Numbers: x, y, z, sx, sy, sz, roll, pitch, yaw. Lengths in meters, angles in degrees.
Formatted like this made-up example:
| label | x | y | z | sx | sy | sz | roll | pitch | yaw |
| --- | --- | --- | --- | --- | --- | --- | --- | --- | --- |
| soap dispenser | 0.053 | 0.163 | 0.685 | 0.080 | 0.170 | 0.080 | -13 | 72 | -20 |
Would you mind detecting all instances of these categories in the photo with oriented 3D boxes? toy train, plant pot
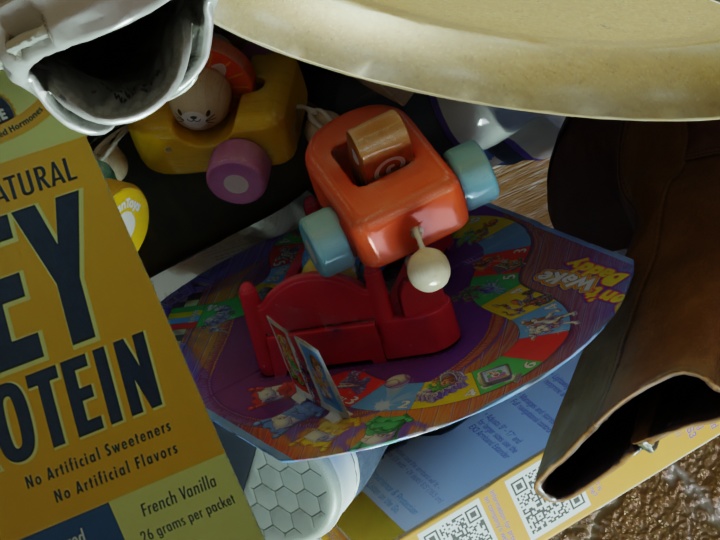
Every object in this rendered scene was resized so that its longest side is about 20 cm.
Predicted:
| label | x | y | z | sx | sy | sz | roll | pitch | yaw |
| --- | --- | --- | --- | --- | --- | --- | --- | --- | --- |
| toy train | -0.062 | -0.029 | 1.006 | 0.199 | 0.150 | 0.056 | -22 | 131 | -5 |
| plant pot | 0.041 | -0.084 | 0.879 | 0.199 | 0.028 | 0.200 | 10 | 170 | 2 |

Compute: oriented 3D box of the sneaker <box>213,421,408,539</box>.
| label | x | y | z | sx | sy | sz | roll | pitch | yaw |
| --- | --- | --- | --- | --- | --- | --- | --- | --- | --- |
| sneaker | -0.057 | 0.044 | 1.133 | 0.201 | 0.077 | 0.146 | 3 | -149 | 32 |

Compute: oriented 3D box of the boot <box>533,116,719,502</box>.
| label | x | y | z | sx | sy | sz | roll | pitch | yaw |
| --- | --- | --- | --- | --- | --- | --- | --- | --- | --- |
| boot | 0.109 | 0.007 | 1.095 | 0.188 | 0.068 | 0.201 | -29 | -147 | 50 |

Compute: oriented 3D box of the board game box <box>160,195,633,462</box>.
| label | x | y | z | sx | sy | sz | roll | pitch | yaw |
| --- | --- | --- | --- | --- | --- | --- | --- | --- | --- |
| board game box | 0.000 | 0.000 | 1.048 | 0.158 | 0.039 | 0.200 | -27 | -153 | -22 |

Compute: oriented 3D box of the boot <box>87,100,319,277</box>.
| label | x | y | z | sx | sy | sz | roll | pitch | yaw |
| --- | --- | --- | --- | --- | --- | --- | --- | --- | --- |
| boot | -0.100 | 0.002 | 1.087 | 0.199 | 0.075 | 0.097 | -21 | -143 | 12 |

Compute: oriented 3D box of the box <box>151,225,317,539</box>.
| label | x | y | z | sx | sy | sz | roll | pitch | yaw |
| --- | --- | --- | --- | --- | --- | --- | --- | --- | --- |
| box | -0.053 | 0.049 | 1.283 | 0.106 | 0.153 | 0.200 | -16 | -166 | -27 |

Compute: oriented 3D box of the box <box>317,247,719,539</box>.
| label | x | y | z | sx | sy | sz | roll | pitch | yaw |
| --- | --- | --- | --- | --- | --- | --- | --- | --- | --- |
| box | 0.072 | 0.057 | 1.149 | 0.199 | 0.042 | 0.119 | -28 | -156 | -11 |

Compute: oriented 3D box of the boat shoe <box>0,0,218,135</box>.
| label | x | y | z | sx | sy | sz | roll | pitch | yaw |
| --- | --- | --- | --- | --- | --- | --- | --- | --- | --- |
| boat shoe | -0.068 | -0.069 | 0.749 | 0.072 | 0.066 | 0.200 | -24 | 176 | -10 |

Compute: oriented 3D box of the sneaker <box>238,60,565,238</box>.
| label | x | y | z | sx | sy | sz | roll | pitch | yaw |
| --- | --- | --- | --- | --- | --- | --- | --- | --- | --- |
| sneaker | 0.004 | -0.066 | 1.207 | 0.146 | 0.081 | 0.200 | -17 | -178 | 17 |

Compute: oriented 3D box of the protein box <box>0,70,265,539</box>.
| label | x | y | z | sx | sy | sz | roll | pitch | yaw |
| --- | --- | --- | --- | --- | --- | --- | --- | --- | --- |
| protein box | -0.157 | 0.056 | 0.895 | 0.135 | 0.199 | 0.200 | -21 | 174 | -34 |

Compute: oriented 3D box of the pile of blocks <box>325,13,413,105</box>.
| label | x | y | z | sx | sy | sz | roll | pitch | yaw |
| --- | --- | --- | --- | --- | --- | --- | --- | --- | --- |
| pile of blocks | 0.052 | -0.114 | 1.044 | 0.199 | 0.083 | 0.062 | -10 | -151 | -39 |
